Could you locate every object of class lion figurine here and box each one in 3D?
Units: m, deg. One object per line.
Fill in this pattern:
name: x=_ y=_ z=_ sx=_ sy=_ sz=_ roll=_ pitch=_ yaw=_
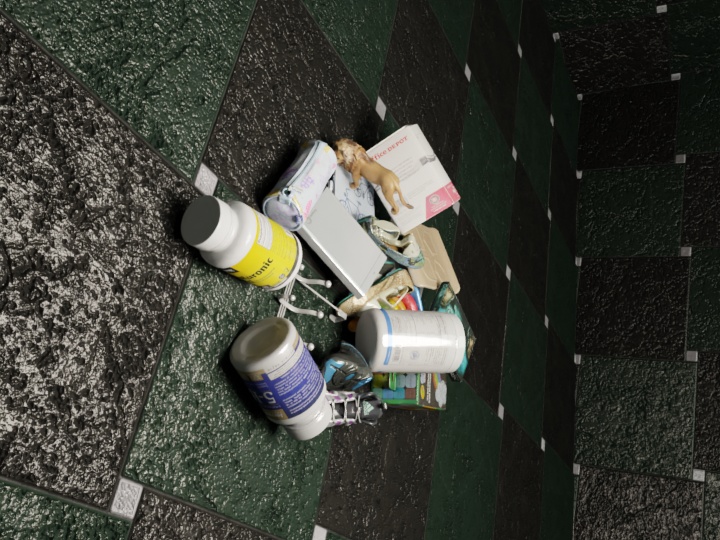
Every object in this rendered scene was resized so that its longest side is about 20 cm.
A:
lion figurine: x=0.028 y=-0.201 z=1.470 sx=0.073 sy=0.199 sz=0.123 roll=-59 pitch=167 yaw=-23

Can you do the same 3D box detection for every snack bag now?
snack bag: x=-0.018 y=-0.165 z=1.553 sx=0.188 sy=0.021 sz=0.202 roll=26 pitch=60 yaw=-57

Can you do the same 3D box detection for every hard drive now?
hard drive: x=-0.037 y=-0.057 z=1.420 sx=0.200 sy=0.027 sz=0.132 roll=48 pitch=44 yaw=-16

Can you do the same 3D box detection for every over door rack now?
over door rack: x=-0.086 y=0.100 z=1.340 sx=0.200 sy=0.066 sz=0.149 roll=51 pitch=44 yaw=-44

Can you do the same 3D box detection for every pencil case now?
pencil case: x=-0.113 y=-0.163 z=1.321 sx=0.201 sy=0.082 sz=0.091 roll=-63 pitch=159 yaw=-45

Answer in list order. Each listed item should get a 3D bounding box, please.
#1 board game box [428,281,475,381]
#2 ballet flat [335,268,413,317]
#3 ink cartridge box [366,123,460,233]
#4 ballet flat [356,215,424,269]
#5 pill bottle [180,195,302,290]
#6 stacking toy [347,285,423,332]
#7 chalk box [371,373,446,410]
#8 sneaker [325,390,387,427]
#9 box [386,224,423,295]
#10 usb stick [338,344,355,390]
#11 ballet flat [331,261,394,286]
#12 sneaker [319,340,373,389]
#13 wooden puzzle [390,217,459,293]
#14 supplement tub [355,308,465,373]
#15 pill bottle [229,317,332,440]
board game box: x=0.211 y=0.143 z=1.637 sx=0.201 sy=0.028 sz=0.136 roll=61 pitch=41 yaw=-35
ballet flat: x=0.038 y=0.059 z=1.494 sx=0.199 sy=0.071 sz=0.065 roll=-29 pitch=70 yaw=-28
ink cartridge box: x=0.111 y=-0.208 z=1.579 sx=0.201 sy=0.146 sz=0.083 roll=59 pitch=25 yaw=-3
ballet flat: x=0.077 y=-0.063 z=1.526 sx=0.199 sy=0.074 sz=0.075 roll=23 pitch=62 yaw=-29
pill bottle: x=-0.192 y=-0.046 z=1.135 sx=0.200 sy=0.111 sz=0.112 roll=32 pitch=58 yaw=-54
stacking toy: x=0.044 y=0.106 z=1.552 sx=0.199 sy=0.115 sz=0.111 roll=-16 pitch=97 yaw=-49
chalk box: x=0.101 y=0.246 z=1.589 sx=0.200 sy=0.123 sz=0.126 roll=27 pitch=63 yaw=-55
sneaker: x=-0.017 y=0.265 z=1.357 sx=0.200 sy=0.139 sz=0.078 roll=3 pitch=83 yaw=-61
box: x=0.120 y=-0.035 z=1.756 sx=0.156 sy=0.041 sz=0.201 roll=55 pitch=42 yaw=-40
usb stick: x=-0.011 y=0.191 z=1.473 sx=0.056 sy=0.032 sz=0.200 roll=61 pitch=28 yaw=-2
ballet flat: x=0.000 y=0.000 z=1.521 sx=0.199 sy=0.068 sz=0.069 roll=13 pitch=84 yaw=-49
sneaker: x=-0.039 y=0.175 z=1.320 sx=0.082 sy=0.073 sz=0.200 roll=61 pitch=6 yaw=19
wooden puzzle: x=0.148 y=-0.030 z=1.680 sx=0.199 sy=0.046 sz=0.186 roll=10 pitch=55 yaw=-54
supplement tub: x=0.100 y=0.147 z=1.451 sx=0.198 sy=0.132 sz=0.133 roll=5 pitch=79 yaw=-23
pill bottle: x=-0.127 y=0.190 z=1.197 sx=0.201 sy=0.119 sz=0.120 roll=64 pitch=35 yaw=-30
